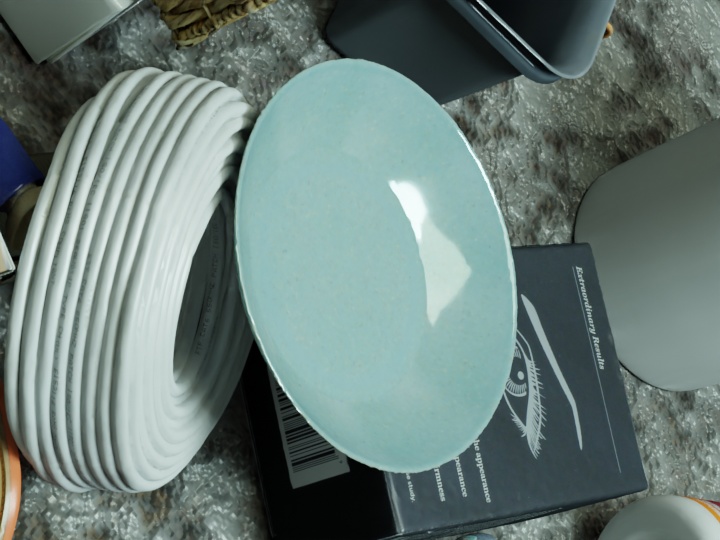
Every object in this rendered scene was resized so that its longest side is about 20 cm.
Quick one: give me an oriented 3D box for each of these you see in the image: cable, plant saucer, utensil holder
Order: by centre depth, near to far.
[{"bbox_3d":[-0.098,0.008,0.905,0.069,0.200,0.201,13,55,11],"label":"cable"},{"bbox_3d":[0.000,0.000,0.943,0.201,0.039,0.202,17,66,-44],"label":"plant saucer"},{"bbox_3d":[0.257,-0.023,1.222,0.170,0.200,0.171,15,65,-37],"label":"utensil holder"}]

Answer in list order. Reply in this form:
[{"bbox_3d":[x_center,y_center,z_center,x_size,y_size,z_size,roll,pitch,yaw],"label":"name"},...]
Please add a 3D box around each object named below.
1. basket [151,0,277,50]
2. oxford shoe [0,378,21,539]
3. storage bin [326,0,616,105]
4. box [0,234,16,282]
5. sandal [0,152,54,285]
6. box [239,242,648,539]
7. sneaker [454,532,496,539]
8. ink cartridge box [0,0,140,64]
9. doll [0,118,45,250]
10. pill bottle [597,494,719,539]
[{"bbox_3d":[-0.031,-0.221,0.924,0.143,0.200,0.149,-43,106,-41],"label":"basket"},{"bbox_3d":[-0.197,0.119,0.860,0.072,0.071,0.201,11,68,-33],"label":"oxford shoe"},{"bbox_3d":[0.076,-0.186,1.167,0.145,0.134,0.200,40,53,-23],"label":"storage bin"},{"bbox_3d":[-0.256,-0.013,0.808,0.199,0.035,0.110,-21,89,-11],"label":"box"},{"bbox_3d":[-0.186,-0.017,0.927,0.200,0.055,0.082,-16,85,-43],"label":"sandal"},{"bbox_3d":[0.044,0.070,1.064,0.199,0.104,0.149,-2,75,-42],"label":"box"},{"bbox_3d":[0.046,0.186,1.056,0.200,0.077,0.087,19,53,-44],"label":"sneaker"},{"bbox_3d":[-0.158,-0.232,1.012,0.200,0.083,0.145,56,48,-11],"label":"ink cartridge box"},{"bbox_3d":[-0.230,-0.078,0.878,0.136,0.048,0.200,-40,81,-22],"label":"doll"},{"bbox_3d":[0.241,0.201,1.185,0.199,0.113,0.113,13,66,-39],"label":"pill bottle"}]
